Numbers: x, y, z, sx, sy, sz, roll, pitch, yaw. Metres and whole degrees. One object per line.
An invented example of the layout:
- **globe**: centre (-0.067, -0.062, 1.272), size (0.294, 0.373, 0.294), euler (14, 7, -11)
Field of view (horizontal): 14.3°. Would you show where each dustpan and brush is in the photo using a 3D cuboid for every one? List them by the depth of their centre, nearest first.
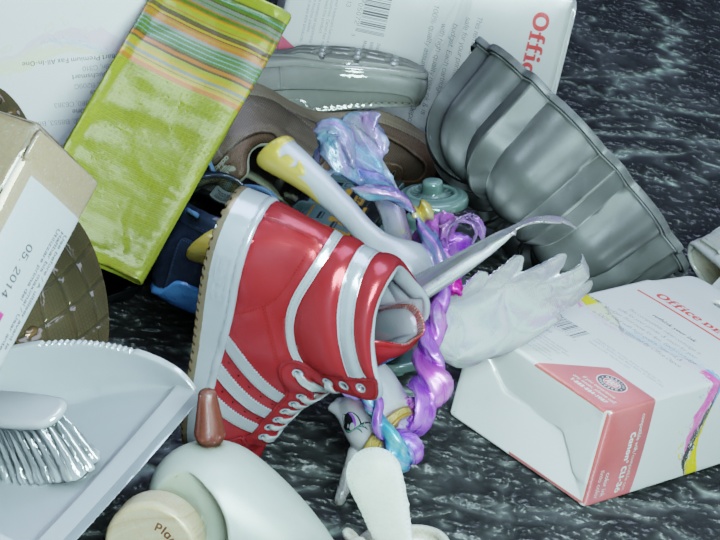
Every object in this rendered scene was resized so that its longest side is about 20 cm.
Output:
- **dustpan and brush**: centre (-0.199, 0.074, 1.471), size (0.199, 0.057, 0.140), euler (5, 41, 39)

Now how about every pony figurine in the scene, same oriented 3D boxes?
- **pony figurine**: centre (0.019, 0.008, 1.576), size (0.200, 0.193, 0.167), euler (53, 1, 23)

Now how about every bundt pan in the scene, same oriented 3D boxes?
- **bundt pan**: centre (0.114, -0.050, 1.823), size (0.202, 0.076, 0.202), euler (48, -4, 4)

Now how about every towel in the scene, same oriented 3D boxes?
- **towel**: centre (-0.121, -0.091, 1.694), size (0.086, 0.018, 0.201), euler (22, 66, 12)

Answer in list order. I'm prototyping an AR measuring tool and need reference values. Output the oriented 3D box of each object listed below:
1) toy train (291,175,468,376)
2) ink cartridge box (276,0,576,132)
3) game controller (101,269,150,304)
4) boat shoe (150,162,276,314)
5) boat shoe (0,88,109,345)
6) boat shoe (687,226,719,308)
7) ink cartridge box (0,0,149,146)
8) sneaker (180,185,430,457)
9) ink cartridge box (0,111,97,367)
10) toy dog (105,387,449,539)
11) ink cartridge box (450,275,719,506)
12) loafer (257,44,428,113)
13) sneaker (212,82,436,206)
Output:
- **toy train**: centre (0.000, 0.000, 1.749), size (0.113, 0.086, 0.200), euler (5, 24, 12)
- **ink cartridge box**: centre (0.037, -0.153, 2.014), size (0.199, 0.147, 0.083), euler (11, 18, -6)
- **game controller**: centre (-0.225, -0.023, 1.717), size (0.199, 0.042, 0.104), euler (23, 25, 18)
- **boat shoe**: centre (-0.083, -0.026, 1.741), size (0.084, 0.069, 0.200), euler (21, 14, -13)
- **boat shoe**: centre (-0.201, -0.010, 1.623), size (0.072, 0.068, 0.201), euler (-7, 62, -37)
- **boat shoe**: centre (0.255, 0.027, 1.852), size (0.069, 0.071, 0.200), euler (-16, 31, 0)
- **ink cartridge box**: centre (-0.189, -0.141, 1.805), size (0.125, 0.201, 0.129), euler (-4, 13, -1)
- **sneaker**: centre (-0.027, 0.052, 1.479), size (0.112, 0.201, 0.071), euler (20, 48, 11)
- **ink cartridge box**: centre (-0.251, 0.004, 1.435), size (0.164, 0.201, 0.075), euler (22, -12, 28)
- **toy dog**: centre (-0.026, 0.120, 1.439), size (0.199, 0.097, 0.132), euler (9, 24, -10)
- **ink cartridge box**: centre (0.167, 0.067, 1.699), size (0.199, 0.068, 0.116), euler (-12, 35, -42)
- **loafer**: centre (-0.053, -0.116, 1.943), size (0.199, 0.070, 0.070), euler (0, 12, 5)
- **sneaker**: centre (-0.027, -0.065, 1.895), size (0.199, 0.070, 0.076), euler (12, 50, -36)
